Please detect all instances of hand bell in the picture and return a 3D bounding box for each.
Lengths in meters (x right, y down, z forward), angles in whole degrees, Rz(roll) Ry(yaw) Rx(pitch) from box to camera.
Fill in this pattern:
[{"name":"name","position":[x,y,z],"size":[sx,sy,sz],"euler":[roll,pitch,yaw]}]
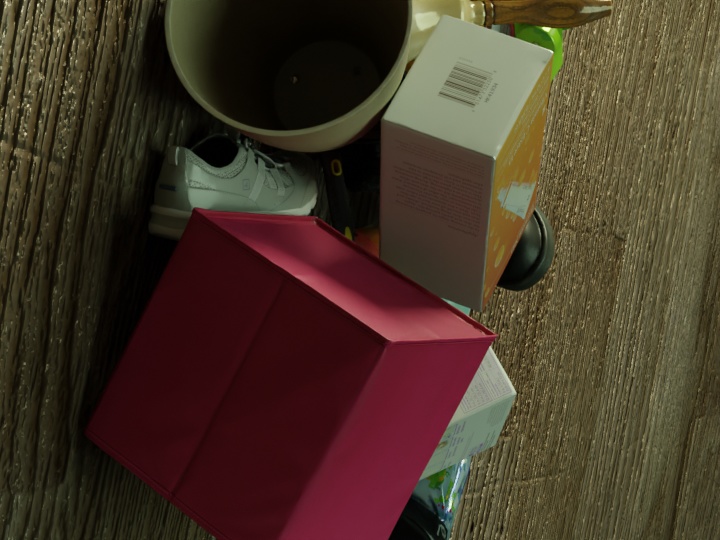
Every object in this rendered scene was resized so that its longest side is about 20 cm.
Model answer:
[{"name":"hand bell","position":[0.113,-0.218,1.738],"size":[0.104,0.199,0.104],"euler":[175,-90,-79]}]

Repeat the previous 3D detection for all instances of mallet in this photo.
[{"name":"mallet","position":[0.000,0.000,1.708],"size":[0.066,0.041,0.201],"euler":[0,83,-29]}]

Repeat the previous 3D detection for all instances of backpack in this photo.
[{"name":"backpack","position":[0.035,0.164,1.925],"size":[0.200,0.163,0.154],"euler":[-55,163,-51]}]

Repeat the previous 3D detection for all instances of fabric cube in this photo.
[{"name":"fabric cube","position":[-0.053,0.086,1.580],"size":[0.196,0.200,0.200],"euler":[1,119,-61]}]

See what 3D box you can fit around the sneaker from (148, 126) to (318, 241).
[{"name":"sneaker","position":[-0.091,-0.077,1.646],"size":[0.200,0.075,0.082],"euler":[-24,124,-60]}]

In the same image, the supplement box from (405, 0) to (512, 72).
[{"name":"supplement box","position":[0.090,-0.263,1.886],"size":[0.200,0.132,0.198],"euler":[5,95,-65]}]

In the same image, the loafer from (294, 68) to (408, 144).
[{"name":"loafer","position":[0.039,-0.146,1.759],"size":[0.063,0.199,0.072],"euler":[112,-16,-63]}]

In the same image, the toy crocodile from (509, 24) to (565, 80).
[{"name":"toy crocodile","position":[0.152,-0.245,1.809],"size":[0.068,0.062,0.200],"euler":[-58,152,-36]}]

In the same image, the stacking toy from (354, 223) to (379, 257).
[{"name":"stacking toy","position":[-0.039,0.010,1.765],"size":[0.200,0.146,0.147],"euler":[22,80,-50]}]

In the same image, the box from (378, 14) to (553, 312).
[{"name":"box","position":[0.082,-0.083,1.661],"size":[0.200,0.097,0.125],"euler":[91,24,-54]}]

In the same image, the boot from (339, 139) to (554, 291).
[{"name":"boot","position":[0.064,-0.071,1.822],"size":[0.158,0.211,0.079],"euler":[18,115,-48]}]

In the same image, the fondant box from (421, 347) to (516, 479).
[{"name":"fondant box","position":[0.027,0.146,1.783],"size":[0.200,0.058,0.144],"euler":[-25,161,-14]}]

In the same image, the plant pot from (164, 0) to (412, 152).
[{"name":"plant pot","position":[-0.040,-0.167,1.628],"size":[0.200,0.187,0.188],"euler":[58,47,-74]}]

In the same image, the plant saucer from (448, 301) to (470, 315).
[{"name":"plant saucer","position":[0.072,-0.001,2.085],"size":[0.200,0.027,0.201],"euler":[-35,131,-55]}]
